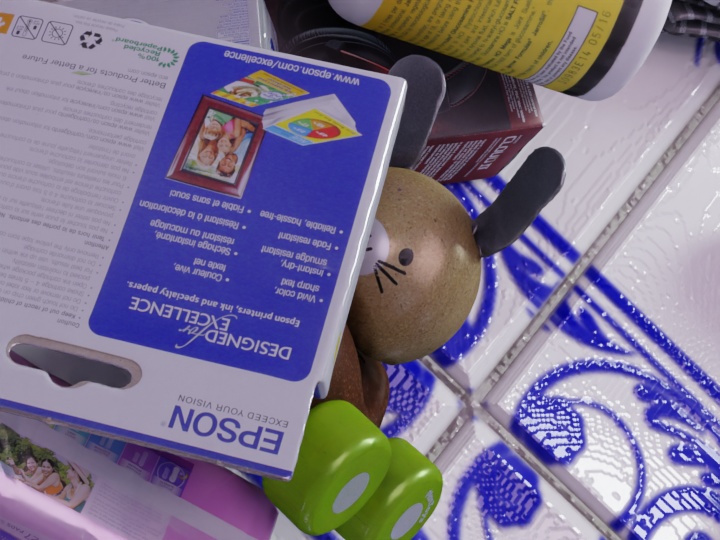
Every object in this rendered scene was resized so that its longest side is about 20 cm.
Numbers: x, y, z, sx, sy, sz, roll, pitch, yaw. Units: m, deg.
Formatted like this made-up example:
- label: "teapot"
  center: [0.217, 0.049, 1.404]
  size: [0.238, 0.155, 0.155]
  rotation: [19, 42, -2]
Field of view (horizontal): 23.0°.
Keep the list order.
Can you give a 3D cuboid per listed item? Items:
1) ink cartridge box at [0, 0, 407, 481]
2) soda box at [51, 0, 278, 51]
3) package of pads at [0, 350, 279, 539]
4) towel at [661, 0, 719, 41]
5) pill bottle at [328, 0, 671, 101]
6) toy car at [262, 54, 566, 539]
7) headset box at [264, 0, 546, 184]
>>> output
- label: "ink cartridge box"
  center: [-0.096, -0.015, 0.745]
  size: [0.195, 0.047, 0.202]
  rotation: [13, 61, 6]
- label: "soda box"
  center: [-0.139, -0.088, 0.853]
  size: [0.197, 0.068, 0.064]
  rotation: [-7, 75, 3]
- label: "package of pads"
  center: [-0.147, 0.102, 0.792]
  size: [0.199, 0.121, 0.076]
  rotation: [29, 53, -9]
- label: "towel"
  center: [0.227, -0.226, 1.088]
  size: [0.164, 0.086, 0.202]
  rotation: [13, 65, -18]
- label: "pill bottle"
  center: [0.051, -0.166, 0.889]
  size: [0.198, 0.112, 0.114]
  rotation: [16, 66, -15]
- label: "toy car"
  center: [0.000, 0.000, 0.819]
  size: [0.164, 0.158, 0.200]
  rotation: [40, 90, 25]
- label: "headset box"
  center: [0.000, -0.123, 0.961]
  size: [0.198, 0.075, 0.150]
  rotation: [-8, 73, -24]
